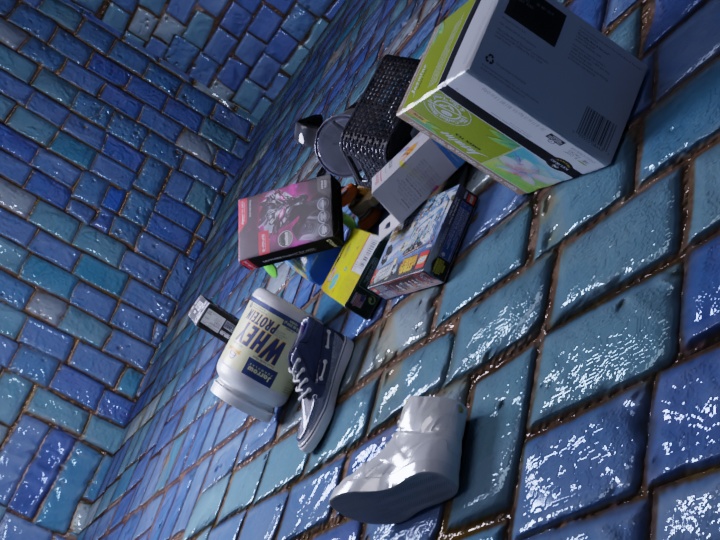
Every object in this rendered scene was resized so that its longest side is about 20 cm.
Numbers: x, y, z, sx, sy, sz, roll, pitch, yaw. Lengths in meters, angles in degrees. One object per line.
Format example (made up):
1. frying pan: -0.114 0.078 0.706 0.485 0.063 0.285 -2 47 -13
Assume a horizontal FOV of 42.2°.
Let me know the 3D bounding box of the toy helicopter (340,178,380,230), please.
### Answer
1. toy helicopter: 0.051 -0.171 1.691 0.199 0.079 0.133 -33 22 39

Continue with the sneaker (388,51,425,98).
1. sneaker: 0.112 -0.339 1.731 0.202 0.076 0.111 -55 8 -3

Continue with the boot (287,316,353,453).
1. boot: -0.082 0.175 1.446 0.073 0.089 0.203 -38 27 52

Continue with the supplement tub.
1. supplement tub: -0.167 0.150 1.657 0.203 0.143 0.145 -62 16 -4

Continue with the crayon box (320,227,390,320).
1. crayon box: 0.000 0.000 1.558 0.129 0.050 0.200 -61 16 0

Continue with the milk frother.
1. milk frother: -0.029 -0.213 1.818 0.188 0.176 0.205 -49 -49 -67

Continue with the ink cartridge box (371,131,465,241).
1. ink cartridge box: 0.079 -0.146 1.425 0.200 0.068 0.115 -44 11 12

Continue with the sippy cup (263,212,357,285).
1. sippy cup: -0.092 -0.047 1.749 0.179 0.139 0.130 -49 55 4

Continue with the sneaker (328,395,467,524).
1. sneaker: 0.047 0.208 1.041 0.199 0.073 0.117 -31 31 44

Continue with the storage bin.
1. storage bin: 0.061 -0.244 1.566 0.092 0.136 0.203 15 66 28

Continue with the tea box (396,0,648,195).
1. tea box: 0.180 -0.206 1.076 0.136 0.198 0.196 -64 15 -13

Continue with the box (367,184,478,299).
1. box: 0.088 -0.037 1.366 0.139 0.039 0.199 -65 16 -17

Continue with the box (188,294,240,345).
1. box: -0.231 0.126 1.796 0.050 0.198 0.157 -57 16 -5

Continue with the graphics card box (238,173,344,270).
1. graphics card box: -0.127 -0.086 1.672 0.196 0.051 0.128 -12 65 21
